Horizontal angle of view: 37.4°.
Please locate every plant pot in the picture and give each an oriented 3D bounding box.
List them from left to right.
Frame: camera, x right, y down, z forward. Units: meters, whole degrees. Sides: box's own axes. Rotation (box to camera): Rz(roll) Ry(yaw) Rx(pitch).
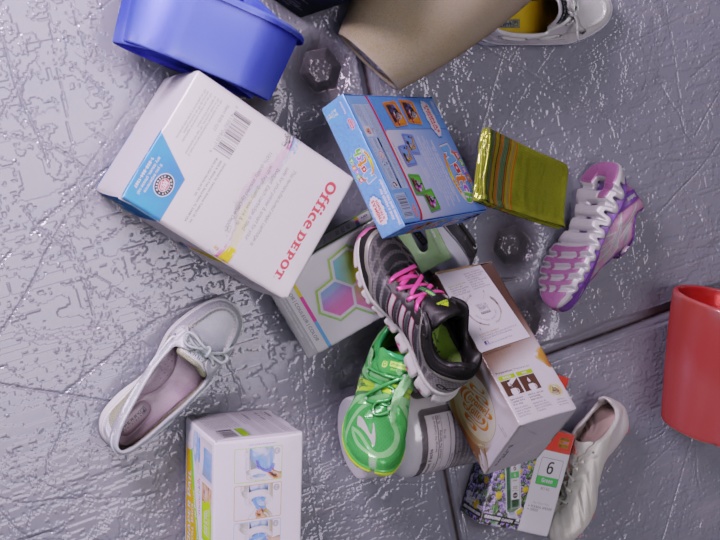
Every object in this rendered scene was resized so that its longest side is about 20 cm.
[{"bbox_3d":[0.074,-0.305,1.175,0.187,0.187,0.200,41,94,-22],"label":"plant pot"},{"bbox_3d":[0.487,0.130,1.399,0.199,0.200,0.179,7,103,-25],"label":"plant pot"}]

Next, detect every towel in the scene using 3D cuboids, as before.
[{"bbox_3d":[0.198,-0.107,1.274,0.199,0.018,0.087,12,85,-51],"label":"towel"}]

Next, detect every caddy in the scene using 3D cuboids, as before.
[{"bbox_3d":[-0.156,-0.251,1.082,0.199,0.141,0.106,20,93,-25],"label":"caddy"}]

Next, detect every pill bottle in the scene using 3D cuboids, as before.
[{"bbox_3d":[0.081,0.179,1.252,0.198,0.114,0.115,-8,99,-23],"label":"pill bottle"}]

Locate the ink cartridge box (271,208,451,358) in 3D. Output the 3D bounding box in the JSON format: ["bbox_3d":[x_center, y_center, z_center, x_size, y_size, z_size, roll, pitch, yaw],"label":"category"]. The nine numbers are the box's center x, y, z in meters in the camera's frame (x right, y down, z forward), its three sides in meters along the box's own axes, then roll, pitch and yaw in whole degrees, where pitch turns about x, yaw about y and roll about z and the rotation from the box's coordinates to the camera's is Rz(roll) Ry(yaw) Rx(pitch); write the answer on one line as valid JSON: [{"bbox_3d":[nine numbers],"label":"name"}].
[{"bbox_3d":[0.000,0.000,1.190,0.199,0.059,0.104,-29,108,2],"label":"ink cartridge box"}]

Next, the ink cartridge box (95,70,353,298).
[{"bbox_3d":[-0.142,-0.087,1.103,0.199,0.144,0.148,34,82,-23],"label":"ink cartridge box"}]

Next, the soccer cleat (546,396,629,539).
[{"bbox_3d":[0.284,0.254,1.372,0.078,0.069,0.201,44,70,-47],"label":"soccer cleat"}]

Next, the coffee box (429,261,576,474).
[{"bbox_3d":[0.141,0.105,1.180,0.079,0.115,0.201,-11,58,-26],"label":"coffee box"}]

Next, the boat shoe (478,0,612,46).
[{"bbox_3d":[0.234,-0.310,1.279,0.200,0.086,0.075,-8,99,-23],"label":"boat shoe"}]

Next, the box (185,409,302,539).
[{"bbox_3d":[-0.130,0.266,1.166,0.101,0.112,0.202,-2,97,-25],"label":"box"}]

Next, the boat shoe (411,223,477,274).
[{"bbox_3d":[0.073,-0.080,1.248,0.200,0.070,0.066,51,51,-13],"label":"boat shoe"}]

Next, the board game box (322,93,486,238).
[{"bbox_3d":[0.053,-0.118,1.161,0.199,0.036,0.152,-13,76,-57],"label":"board game box"}]

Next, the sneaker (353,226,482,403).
[{"bbox_3d":[0.066,0.037,1.107,0.073,0.087,0.201,-24,86,-37],"label":"sneaker"}]

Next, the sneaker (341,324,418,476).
[{"bbox_3d":[0.026,0.127,1.154,0.073,0.084,0.201,11,52,2],"label":"sneaker"}]

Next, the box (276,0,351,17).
[{"bbox_3d":[-0.061,-0.352,1.080,0.148,0.200,0.108,31,84,-24],"label":"box"}]

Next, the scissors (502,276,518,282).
[{"bbox_3d":[0.109,0.024,1.295,0.199,0.073,0.014,-9,80,-47],"label":"scissors"}]

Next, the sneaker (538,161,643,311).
[{"bbox_3d":[0.301,-0.033,1.349,0.088,0.080,0.201,31,82,-32],"label":"sneaker"}]

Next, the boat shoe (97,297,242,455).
[{"bbox_3d":[-0.198,0.115,1.145,0.202,0.065,0.075,-45,111,-13],"label":"boat shoe"}]

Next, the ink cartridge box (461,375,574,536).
[{"bbox_3d":[0.209,0.226,1.348,0.108,0.050,0.202,16,90,-25],"label":"ink cartridge box"}]
